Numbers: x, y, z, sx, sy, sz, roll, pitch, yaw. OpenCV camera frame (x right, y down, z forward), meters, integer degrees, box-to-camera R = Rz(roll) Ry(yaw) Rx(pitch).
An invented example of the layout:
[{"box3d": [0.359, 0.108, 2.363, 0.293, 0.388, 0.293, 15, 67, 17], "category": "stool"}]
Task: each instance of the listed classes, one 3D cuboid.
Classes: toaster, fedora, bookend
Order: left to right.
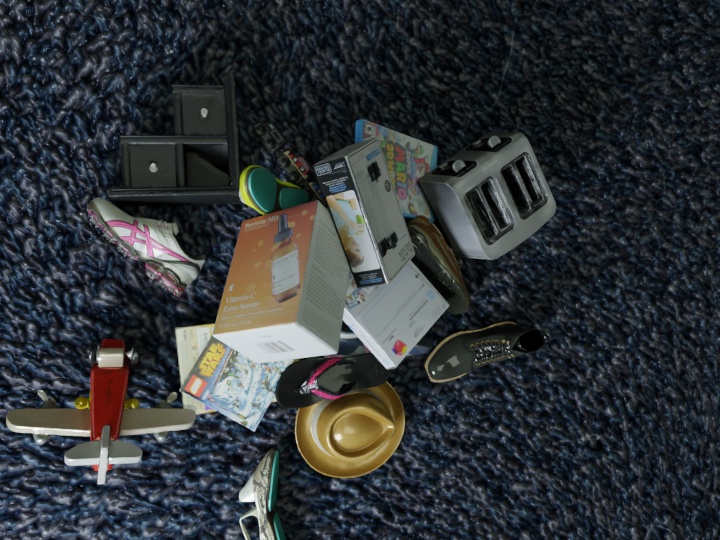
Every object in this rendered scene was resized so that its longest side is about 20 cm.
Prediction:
[{"box3d": [-0.298, -0.211, 0.943, 0.197, 0.092, 0.202, -2, 87, -13], "category": "bookend"}, {"box3d": [-0.008, 0.266, 0.987, 0.199, 0.082, 0.202, 0, 89, -18], "category": "fedora"}, {"box3d": [0.227, -0.124, 1.039, 0.180, 0.119, 0.201, -34, 107, -15], "category": "toaster"}]

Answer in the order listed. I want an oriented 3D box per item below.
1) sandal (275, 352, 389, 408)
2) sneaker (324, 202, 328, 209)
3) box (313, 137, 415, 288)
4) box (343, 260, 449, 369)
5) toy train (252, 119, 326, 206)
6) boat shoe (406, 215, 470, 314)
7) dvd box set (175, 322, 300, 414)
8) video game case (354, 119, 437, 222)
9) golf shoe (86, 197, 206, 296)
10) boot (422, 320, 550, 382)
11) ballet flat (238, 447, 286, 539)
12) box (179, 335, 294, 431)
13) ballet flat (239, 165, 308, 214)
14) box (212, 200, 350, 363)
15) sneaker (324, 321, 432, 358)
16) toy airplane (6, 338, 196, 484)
[{"box3d": [-0.041, 0.173, 0.945, 0.199, 0.045, 0.076, -10, 92, -19], "category": "sandal"}, {"box3d": [-0.013, -0.098, 0.999, 0.085, 0.074, 0.201, 43, 68, -38], "category": "sneaker"}, {"box3d": [0.011, -0.088, 0.891, 0.117, 0.060, 0.201, -43, 119, -54], "category": "box"}, {"box3d": [0.035, 0.038, 0.982, 0.200, 0.041, 0.156, 47, 63, -4], "category": "box"}, {"box3d": [-0.113, -0.177, 1.018, 0.046, 0.034, 0.200, -40, 97, -23], "category": "toy train"}, {"box3d": [0.144, -0.013, 1.044, 0.201, 0.075, 0.074, 57, 47, -22], "category": "boat shoe"}, {"box3d": [-0.201, 0.154, 0.979, 0.199, 0.029, 0.147, -7, 88, -13], "category": "dvd box set"}, {"box3d": [0.065, -0.168, 1.017, 0.199, 0.018, 0.144, 6, 84, -44], "category": "video game case"}, {"box3d": [-0.343, -0.052, 0.939, 0.200, 0.073, 0.092, 44, 72, -18], "category": "golf shoe"}, {"box3d": [0.218, 0.141, 1.026, 0.199, 0.138, 0.078, -27, 93, -13], "category": "boot"}, {"box3d": [-0.164, 0.398, 0.962, 0.075, 0.068, 0.202, -6, 91, 2], "category": "ballet flat"}, {"box3d": [-0.181, 0.137, 0.947, 0.136, 0.040, 0.201, 32, 78, -9], "category": "box"}, {"box3d": [-0.151, -0.120, 0.922, 0.067, 0.200, 0.067, 6, 89, 21], "category": "ballet flat"}, {"box3d": [-0.109, 0.020, 0.865, 0.106, 0.151, 0.201, 43, 44, -46], "category": "box"}, {"box3d": [0.027, 0.134, 1.029, 0.199, 0.070, 0.082, 11, 114, -18], "category": "sneaker"}, {"box3d": [-0.381, 0.222, 0.877, 0.200, 0.141, 0.199, 40, 47, 5], "category": "toy airplane"}]
